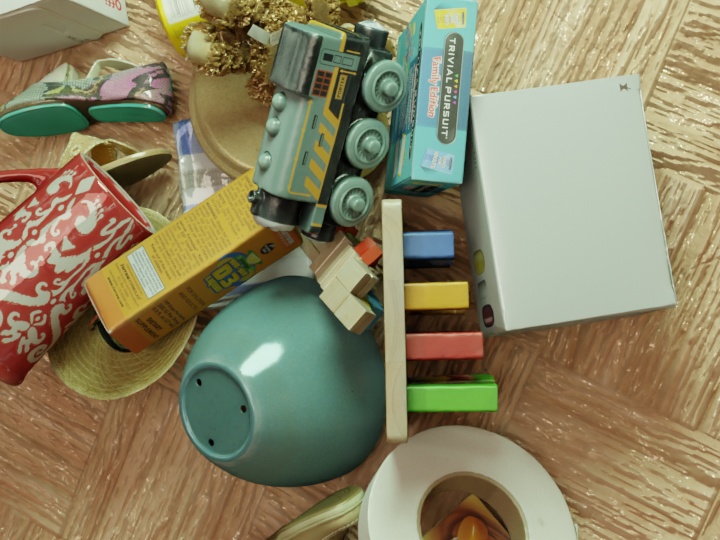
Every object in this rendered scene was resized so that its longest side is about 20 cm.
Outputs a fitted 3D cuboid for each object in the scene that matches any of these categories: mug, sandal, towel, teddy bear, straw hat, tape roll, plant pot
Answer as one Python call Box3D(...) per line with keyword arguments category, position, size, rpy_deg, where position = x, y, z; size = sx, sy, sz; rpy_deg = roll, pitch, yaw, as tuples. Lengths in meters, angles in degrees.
Box3D(category="mug", position=(-0.316, -0.019, 1.271), size=(0.200, 0.178, 0.134), rpy_deg=(-42, 33, 1))
Box3D(category="sandal", position=(-0.296, -0.107, 1.386), size=(0.210, 0.077, 0.071), rpy_deg=(-26, 77, 24))
Box3D(category="towel", position=(-0.119, -0.064, 1.347), size=(0.144, 0.024, 0.204), rpy_deg=(-6, 86, 19))
Box3D(category="teddy bear", position=(-0.067, -0.213, 1.223), size=(0.196, 0.067, 0.147), rpy_deg=(-2, 121, -5))
Box3D(category="straw hat", position=(-0.222, 0.041, 1.349), size=(0.198, 0.085, 0.204), rpy_deg=(-8, 69, 22))
Box3D(category="tape roll", position=(0.097, 0.236, 1.185), size=(0.203, 0.202, 0.037), rpy_deg=(48, 146, 14))
Box3D(category="plant pot", position=(-0.092, 0.115, 1.243), size=(0.198, 0.134, 0.204), rpy_deg=(7, 103, 34))

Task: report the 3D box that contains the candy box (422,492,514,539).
Box3D(category="candy box", position=(0.067, 0.307, 1.188), size=(0.199, 0.057, 0.117), rpy_deg=(-35, 74, -30))

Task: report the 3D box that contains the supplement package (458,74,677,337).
Box3D(category="supplement package", position=(0.173, -0.053, 1.167), size=(0.153, 0.111, 0.204), rpy_deg=(-8, 85, -7))

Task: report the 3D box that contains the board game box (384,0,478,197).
Box3D(category="board game box", position=(0.061, -0.148, 1.191), size=(0.046, 0.200, 0.154), rpy_deg=(5, 90, -6))

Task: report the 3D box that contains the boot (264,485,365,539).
Box3D(category="boot", position=(-0.023, 0.302, 1.251), size=(0.156, 0.072, 0.200), rpy_deg=(57, 135, 11))

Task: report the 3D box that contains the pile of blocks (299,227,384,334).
Box3D(category="pile of blocks", position=(0.000, 0.000, 1.224), size=(0.082, 0.200, 0.062), rpy_deg=(38, 100, -22))

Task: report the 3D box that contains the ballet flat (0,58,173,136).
Box3D(category="ballet flat", position=(-0.286, -0.185, 1.395), size=(0.197, 0.069, 0.072), rpy_deg=(-5, 69, 16))

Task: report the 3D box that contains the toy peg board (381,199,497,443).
Box3D(category="toy peg board", position=(0.070, 0.045, 1.197), size=(0.096, 0.200, 0.203), rpy_deg=(-1, 87, 2))

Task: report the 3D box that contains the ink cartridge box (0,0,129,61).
Box3D(category="ink cartridge box", position=(-0.348, -0.341, 1.372), size=(0.144, 0.146, 0.203), rpy_deg=(-13, 83, 18))

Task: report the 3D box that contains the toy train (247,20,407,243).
Box3D(category="toy train", position=(-0.035, -0.124, 1.166), size=(0.085, 0.113, 0.203), rpy_deg=(34, 112, 51))

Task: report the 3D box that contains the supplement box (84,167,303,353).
Box3D(category="supplement box", position=(-0.155, -0.009, 1.249), size=(0.199, 0.067, 0.069), rpy_deg=(-35, 63, 1))

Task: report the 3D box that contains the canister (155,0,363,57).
Box3D(category="canister", position=(-0.098, -0.299, 1.277), size=(0.197, 0.087, 0.150), rpy_deg=(-17, 57, 8))

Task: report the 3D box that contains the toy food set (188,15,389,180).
Box3D(category="toy food set", position=(-0.072, -0.174, 1.307), size=(0.196, 0.049, 0.201), rpy_deg=(-9, 78, 6))
